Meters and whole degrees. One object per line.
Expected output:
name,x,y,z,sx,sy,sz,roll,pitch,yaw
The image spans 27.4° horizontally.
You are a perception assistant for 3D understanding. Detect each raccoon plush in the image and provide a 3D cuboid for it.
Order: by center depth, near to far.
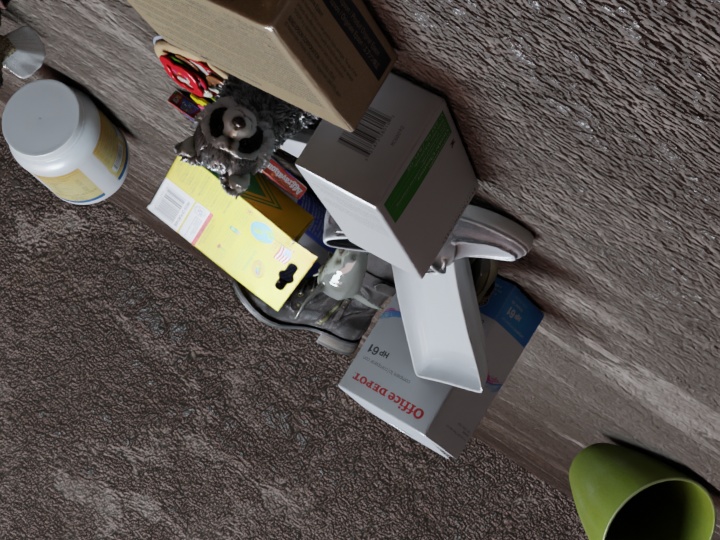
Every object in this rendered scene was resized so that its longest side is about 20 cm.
raccoon plush,-0.091,-0.119,1.346,0.097,0.134,0.200,30,172,18

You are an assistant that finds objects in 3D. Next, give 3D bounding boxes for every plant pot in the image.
plant pot,0.399,0.344,2.212,0.187,0.187,0.200,37,-174,-29

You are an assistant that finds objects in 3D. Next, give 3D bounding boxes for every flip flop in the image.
flip flop,0.117,0.003,1.560,0.200,0.057,0.081,129,126,-69

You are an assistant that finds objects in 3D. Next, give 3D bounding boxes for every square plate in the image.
square plate,0.080,0.020,1.543,0.198,0.028,0.200,-176,74,-72

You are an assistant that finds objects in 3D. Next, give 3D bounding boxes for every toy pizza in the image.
toy pizza,-0.138,-0.177,1.542,0.200,0.032,0.200,33,171,6

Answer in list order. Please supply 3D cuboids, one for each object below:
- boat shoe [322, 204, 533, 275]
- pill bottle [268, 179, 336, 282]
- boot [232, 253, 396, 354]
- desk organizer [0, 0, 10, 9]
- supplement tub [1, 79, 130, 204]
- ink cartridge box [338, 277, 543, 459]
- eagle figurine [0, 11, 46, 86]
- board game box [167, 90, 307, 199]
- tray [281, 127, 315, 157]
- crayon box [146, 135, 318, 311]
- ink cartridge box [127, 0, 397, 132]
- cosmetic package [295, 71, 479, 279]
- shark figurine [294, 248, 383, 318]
boat shoe,0.061,-0.030,1.397,0.200,0.069,0.072,14,164,5
pill bottle,-0.095,-0.052,1.865,0.200,0.112,0.112,38,170,-31
boot,-0.036,0.002,1.806,0.200,0.174,0.069,24,-149,-19
desk organizer,-0.382,-0.330,1.441,0.077,0.072,0.200,30,172,2
supplement tub,-0.447,-0.195,2.244,0.144,0.145,0.200,30,171,18
ink cartridge box,0.091,0.093,1.690,0.144,0.200,0.085,26,171,39
eagle figurine,-0.515,-0.291,1.899,0.152,0.151,0.200,43,180,4
board game box,-0.145,-0.147,1.713,0.103,0.019,0.200,38,179,-38
tray,-0.011,-0.110,1.441,0.107,0.022,0.200,28,174,-41
crayon box,-0.140,-0.057,1.719,0.200,0.051,0.127,40,138,0
ink cartridge box,-0.090,-0.200,1.076,0.200,0.075,0.165,28,172,26
cosmetic package,0.027,-0.080,1.234,0.085,0.108,0.200,29,173,20
shark figurine,-0.006,0.007,1.664,0.089,0.128,0.214,31,-169,-4
